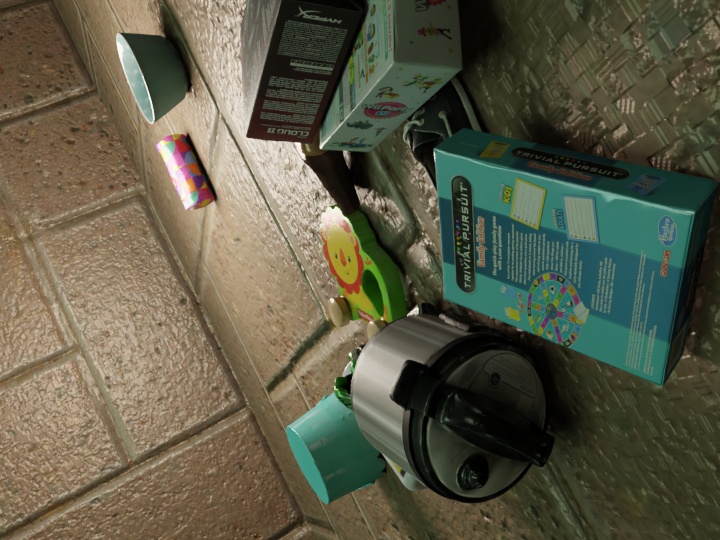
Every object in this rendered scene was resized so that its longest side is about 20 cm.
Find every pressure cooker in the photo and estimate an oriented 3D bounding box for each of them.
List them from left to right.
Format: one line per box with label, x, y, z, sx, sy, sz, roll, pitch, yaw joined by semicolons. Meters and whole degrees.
pressure cooker;0.102;0.146;0.705;0.200;0.174;0.181;15;121;63

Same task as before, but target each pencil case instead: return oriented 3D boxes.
pencil case;-0.450;-0.253;1.700;0.202;0.088;0.088;64;159;3

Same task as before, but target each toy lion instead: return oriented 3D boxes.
toy lion;0.000;0.000;0.964;0.200;0.068;0.194;27;129;58

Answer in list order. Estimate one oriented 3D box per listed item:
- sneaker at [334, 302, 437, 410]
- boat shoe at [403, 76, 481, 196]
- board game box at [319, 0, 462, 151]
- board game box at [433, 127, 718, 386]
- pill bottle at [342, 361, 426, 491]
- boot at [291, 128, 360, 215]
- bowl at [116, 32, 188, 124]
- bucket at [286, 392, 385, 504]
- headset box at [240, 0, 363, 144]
sneaker;0.034;0.118;0.858;0.201;0.085;0.078;-55;17;26
boat shoe;0.076;-0.125;0.636;0.201;0.060;0.074;62;160;9
board game box;0.016;-0.212;0.609;0.200;0.063;0.150;155;114;-69
board game box;0.155;-0.016;0.517;0.199;0.047;0.152;23;135;36
pill bottle;0.058;0.211;0.972;0.200;0.111;0.113;49;154;35
boot;-0.066;-0.181;0.902;0.201;0.072;0.167;-115;-1;-51
bowl;-0.457;-0.442;1.479;0.201;0.104;0.202;48;153;34
bucket;-0.056;0.373;1.381;0.207;0.134;0.208;49;154;34
headset box;-0.068;-0.234;0.646;0.200;0.076;0.150;121;146;-57
